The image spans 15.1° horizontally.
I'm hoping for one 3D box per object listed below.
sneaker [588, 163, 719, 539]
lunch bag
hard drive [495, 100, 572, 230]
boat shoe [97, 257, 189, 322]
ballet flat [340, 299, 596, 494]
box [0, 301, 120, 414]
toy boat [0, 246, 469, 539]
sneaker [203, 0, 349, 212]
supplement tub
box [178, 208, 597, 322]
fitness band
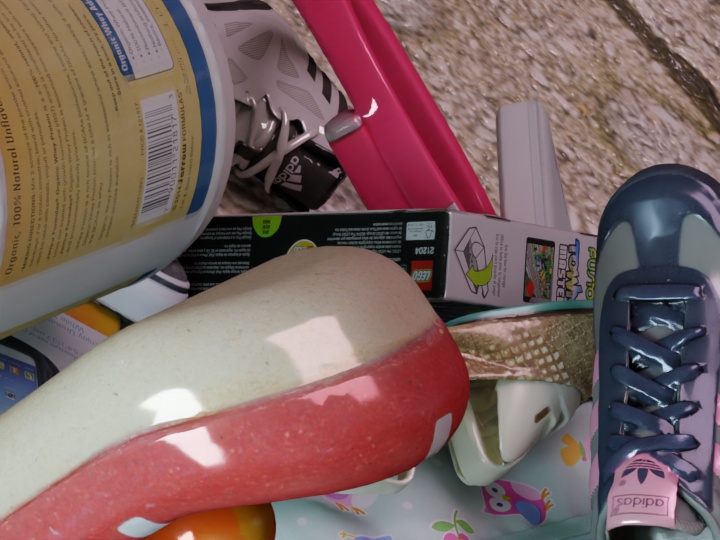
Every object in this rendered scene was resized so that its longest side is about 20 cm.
[{"bbox_3d":[0.111,0.060,0.949,0.082,0.070,0.201,4,78,-66],"label":"sneaker"},{"bbox_3d":[0.033,0.103,1.029,0.200,0.077,0.160,-12,45,-35],"label":"lunch bag"},{"bbox_3d":[0.086,0.031,1.226,0.200,0.027,0.132,-89,167,-56],"label":"hard drive"},{"bbox_3d":[-0.128,-0.060,1.098,0.200,0.071,0.072,46,8,24],"label":"boat shoe"},{"bbox_3d":[0.021,0.049,0.989,0.199,0.071,0.065,-3,67,-23],"label":"ballet flat"},{"bbox_3d":[-0.152,0.060,0.969,0.119,0.041,0.200,30,32,-19],"label":"box"},{"bbox_3d":[-0.045,0.082,0.838,0.131,0.200,0.130,58,35,3],"label":"toy boat"},{"bbox_3d":[-0.059,-0.073,1.227,0.115,0.076,0.200,42,26,7],"label":"sneaker"},{"bbox_3d":[-0.150,-0.043,0.924,0.145,0.145,0.200,47,32,12],"label":"supplement tub"},{"bbox_3d":[0.000,0.000,1.096,0.110,0.200,0.035,9,83,-44],"label":"box"},{"bbox_3d":[0.021,-0.052,1.245,0.200,0.037,0.144,59,9,-22],"label":"fitness band"}]
